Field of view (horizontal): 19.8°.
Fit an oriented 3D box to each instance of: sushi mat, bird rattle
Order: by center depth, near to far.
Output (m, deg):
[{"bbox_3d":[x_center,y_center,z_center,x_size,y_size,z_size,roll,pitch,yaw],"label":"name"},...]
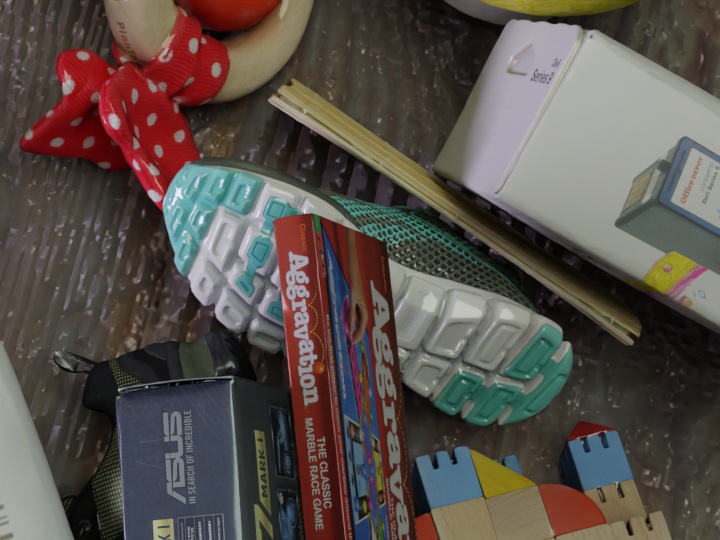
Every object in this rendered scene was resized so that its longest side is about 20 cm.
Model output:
[{"bbox_3d":[-0.074,-0.131,0.940,0.163,0.112,0.201,-22,106,-44],"label":"bird rattle"},{"bbox_3d":[0.044,-0.029,0.958,0.200,0.096,0.012,34,97,-1],"label":"sushi mat"}]

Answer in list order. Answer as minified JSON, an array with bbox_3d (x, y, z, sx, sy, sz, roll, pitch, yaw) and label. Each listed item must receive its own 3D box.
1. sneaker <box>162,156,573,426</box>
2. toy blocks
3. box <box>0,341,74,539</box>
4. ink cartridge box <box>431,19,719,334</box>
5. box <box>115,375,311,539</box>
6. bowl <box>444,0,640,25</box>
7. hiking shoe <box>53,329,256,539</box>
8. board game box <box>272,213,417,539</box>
[{"bbox_3d":[0.000,0.000,0.935,0.200,0.091,0.078,28,114,-18],"label":"sneaker"},{"bbox_3d":[0.062,0.140,0.916,0.199,0.100,0.137,-13,66,-10],"label":"toy blocks"},{"bbox_3d":[-0.206,0.160,0.799,0.199,0.171,0.200,-18,78,-16],"label":"box"},{"bbox_3d":[0.146,-0.029,0.928,0.200,0.145,0.088,30,91,-12],"label":"ink cartridge box"},{"bbox_3d":[-0.037,0.147,0.783,0.051,0.158,0.201,-8,80,15],"label":"box"},{"bbox_3d":[0.078,-0.182,0.981,0.199,0.108,0.201,11,46,-12],"label":"bowl"},{"bbox_3d":[-0.087,0.129,0.898,0.100,0.076,0.201,-5,78,8],"label":"hiking shoe"},{"bbox_3d":[-0.001,0.083,0.814,0.019,0.103,0.201,-8,83,14],"label":"board game box"}]
